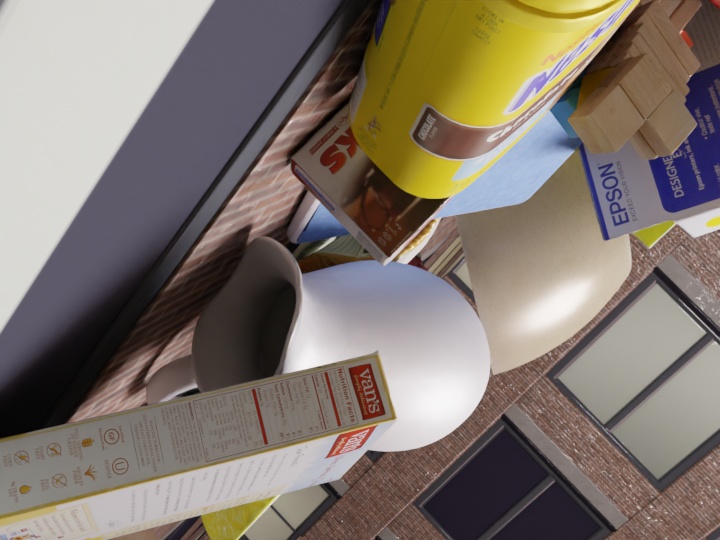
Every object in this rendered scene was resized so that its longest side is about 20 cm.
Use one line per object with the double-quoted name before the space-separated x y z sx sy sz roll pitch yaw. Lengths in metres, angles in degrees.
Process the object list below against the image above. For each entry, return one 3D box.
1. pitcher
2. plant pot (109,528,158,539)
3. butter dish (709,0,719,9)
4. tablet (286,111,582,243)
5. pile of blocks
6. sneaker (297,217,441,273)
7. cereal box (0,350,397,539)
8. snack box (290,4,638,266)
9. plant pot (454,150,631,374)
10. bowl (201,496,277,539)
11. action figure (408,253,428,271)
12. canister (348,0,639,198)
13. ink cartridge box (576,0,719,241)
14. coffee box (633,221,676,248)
"pitcher" -0.024 0.061 0.645 0.198 0.123 0.170 14 144 -44
"plant pot" -0.183 0.249 0.649 0.200 0.175 0.200 -44 174 -6
"butter dish" 0.265 -0.198 0.572 0.196 0.151 0.199 -12 177 28
"tablet" 0.058 -0.066 0.623 0.197 0.014 0.130 -12 158 -30
"pile of blocks" 0.151 -0.102 0.558 0.082 0.062 0.201 -31 -162 37
"sneaker" 0.000 0.000 0.761 0.200 0.075 0.088 -46 174 5
"cereal box" -0.091 0.097 0.494 0.196 0.040 0.144 -11 160 -19
"snack box" 0.057 -0.098 0.522 0.200 0.072 0.024 -45 175 -12
"plant pot" 0.151 -0.028 0.837 0.132 0.204 0.200 -14 176 6
"bowl" -0.120 0.208 1.125 0.200 0.108 0.200 -45 173 -7
"action figure" -0.002 0.029 0.937 0.147 0.136 0.200 -14 159 -29
"canister" 0.070 -0.122 0.406 0.148 0.087 0.200 -44 175 -17
"ink cartridge box" 0.239 -0.128 0.666 0.197 0.201 0.047 -19 151 19
"coffee box" 0.275 -0.184 0.862 0.197 0.200 0.200 -41 172 -36
